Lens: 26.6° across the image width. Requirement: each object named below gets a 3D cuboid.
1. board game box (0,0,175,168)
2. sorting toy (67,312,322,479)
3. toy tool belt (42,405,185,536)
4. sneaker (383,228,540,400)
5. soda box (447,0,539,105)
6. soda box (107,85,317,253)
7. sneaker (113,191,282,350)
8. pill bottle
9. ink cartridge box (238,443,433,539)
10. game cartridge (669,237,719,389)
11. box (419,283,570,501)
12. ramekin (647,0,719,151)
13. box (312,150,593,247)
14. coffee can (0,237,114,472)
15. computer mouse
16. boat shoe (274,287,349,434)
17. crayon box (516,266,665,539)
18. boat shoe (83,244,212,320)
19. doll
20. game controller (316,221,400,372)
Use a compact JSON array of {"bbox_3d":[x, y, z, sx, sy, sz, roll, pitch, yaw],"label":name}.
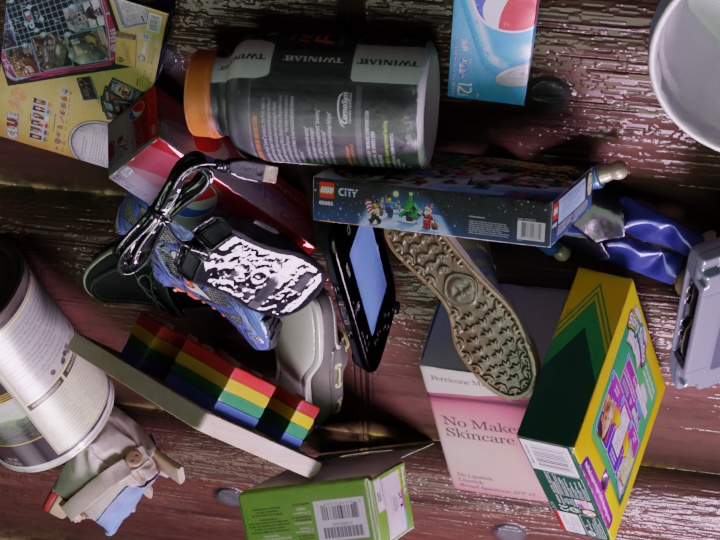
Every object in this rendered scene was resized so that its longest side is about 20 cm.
[{"bbox_3d":[-0.237,-0.176,1.294,0.135,0.035,0.201,17,139,-5],"label":"board game box"},{"bbox_3d":[-0.149,0.111,1.485,0.198,0.070,0.200,26,176,37],"label":"sorting toy"},{"bbox_3d":[-0.277,0.244,1.709,0.122,0.125,0.200,29,138,-6],"label":"toy tool belt"},{"bbox_3d":[0.102,0.011,1.341,0.067,0.090,0.201,-31,99,28],"label":"sneaker"},{"bbox_3d":[0.104,-0.221,1.132,0.064,0.068,0.201,7,139,6],"label":"soda box"},{"bbox_3d":[-0.127,-0.072,1.325,0.063,0.070,0.200,-34,133,24],"label":"soda box"},{"bbox_3d":[-0.145,-0.005,1.385,0.078,0.075,0.200,-37,96,23],"label":"sneaker"},{"bbox_3d":[-0.040,-0.138,1.230,0.198,0.107,0.107,4,138,10],"label":"pill bottle"},{"bbox_3d":[-0.014,0.237,1.579,0.147,0.200,0.076,-10,91,23],"label":"ink cartridge box"},{"bbox_3d":[0.343,0.026,1.328,0.132,0.041,0.201,-14,144,-7],"label":"game cartridge"},{"bbox_3d":[0.143,0.118,1.461,0.127,0.109,0.201,5,139,21],"label":"box"},{"bbox_3d":[0.309,-0.185,1.094,0.198,0.106,0.201,7,139,6],"label":"ramekin"},{"bbox_3d":[0.078,-0.064,1.240,0.199,0.137,0.038,7,108,20],"label":"box"},{"bbox_3d":[-0.356,0.087,1.532,0.145,0.147,0.201,-7,136,21],"label":"coffee can"},{"bbox_3d":[-0.100,-0.038,1.279,0.199,0.046,0.141,18,123,-36],"label":"computer mouse"},{"bbox_3d":[-0.047,0.083,1.517,0.072,0.060,0.203,43,145,31],"label":"boat shoe"},{"bbox_3d":[0.214,0.125,1.384,0.058,0.173,0.200,10,151,26],"label":"crayon box"},{"bbox_3d":[-0.184,0.009,1.468,0.198,0.063,0.075,-5,138,21],"label":"boat shoe"},{"bbox_3d":[0.205,-0.044,1.319,0.199,0.049,0.137,20,141,0],"label":"doll"},{"bbox_3d":[0.000,0.000,1.377,0.042,0.105,0.201,-4,137,12],"label":"game controller"}]
